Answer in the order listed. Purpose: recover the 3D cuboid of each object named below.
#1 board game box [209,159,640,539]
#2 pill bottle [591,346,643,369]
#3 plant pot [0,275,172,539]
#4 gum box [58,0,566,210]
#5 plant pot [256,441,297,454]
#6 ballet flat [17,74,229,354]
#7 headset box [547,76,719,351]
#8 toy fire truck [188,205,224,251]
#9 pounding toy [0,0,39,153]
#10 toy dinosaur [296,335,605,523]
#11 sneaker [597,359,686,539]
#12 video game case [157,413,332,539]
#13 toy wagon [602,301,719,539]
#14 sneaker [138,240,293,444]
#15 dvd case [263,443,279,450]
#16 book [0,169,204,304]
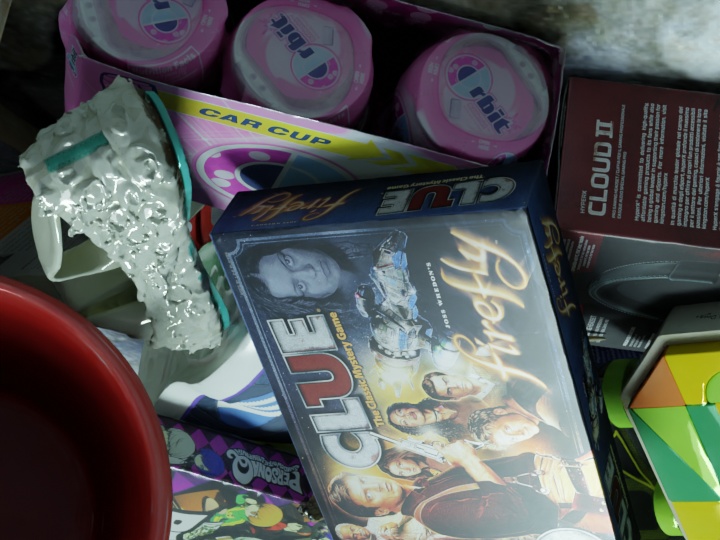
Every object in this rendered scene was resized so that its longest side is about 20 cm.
[{"bbox_3d":[0.032,0.053,0.617,0.135,0.035,0.200,-5,123,24],"label":"board game box"},{"bbox_3d":[0.127,0.093,0.917,0.200,0.112,0.112,12,159,-7],"label":"pill bottle"},{"bbox_3d":[-0.186,0.107,0.649,0.200,0.201,0.177,12,168,-6],"label":"plant pot"},{"bbox_3d":[-0.030,-0.070,0.616,0.200,0.066,0.114,14,160,-11],"label":"gum box"},{"bbox_3d":[-0.092,0.160,1.025,0.200,0.193,0.201,0,134,0],"label":"plant pot"},{"bbox_3d":[-0.100,-0.011,0.601,0.072,0.072,0.200,8,156,4],"label":"ballet flat"},{"bbox_3d":[0.163,-0.015,0.666,0.200,0.077,0.149,6,160,3],"label":"headset box"},{"bbox_3d":[0.000,0.000,0.815,0.141,0.049,0.200,-4,155,30],"label":"toy fire truck"},{"bbox_3d":[-0.227,-0.077,0.628,0.200,0.142,0.184,18,147,-18],"label":"pounding toy"},{"bbox_3d":[0.025,0.080,0.736,0.101,0.058,0.200,3,135,-43],"label":"toy dinosaur"},{"bbox_3d":[0.133,0.097,0.771,0.200,0.085,0.074,33,-166,17],"label":"sneaker"},{"bbox_3d":[-0.102,0.167,0.846,0.181,0.036,0.200,20,131,-22],"label":"video game case"},{"bbox_3d":[0.203,0.099,0.660,0.155,0.040,0.200,-8,120,39],"label":"toy wagon"},{"bbox_3d":[-0.025,0.043,0.774,0.146,0.081,0.200,9,157,-22],"label":"sneaker"},{"bbox_3d":[-0.073,0.189,0.908,0.143,0.018,0.200,36,124,-28],"label":"dvd case"},{"bbox_3d":[-0.183,-0.015,0.752,0.200,0.134,0.048,-6,121,36],"label":"book"}]
